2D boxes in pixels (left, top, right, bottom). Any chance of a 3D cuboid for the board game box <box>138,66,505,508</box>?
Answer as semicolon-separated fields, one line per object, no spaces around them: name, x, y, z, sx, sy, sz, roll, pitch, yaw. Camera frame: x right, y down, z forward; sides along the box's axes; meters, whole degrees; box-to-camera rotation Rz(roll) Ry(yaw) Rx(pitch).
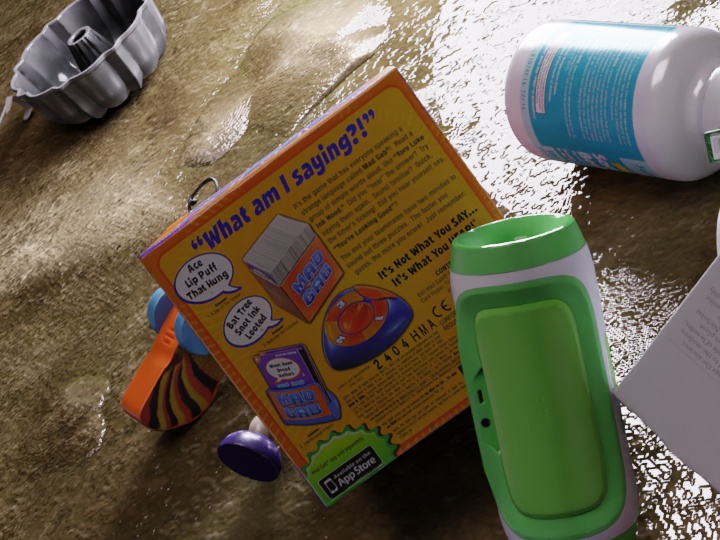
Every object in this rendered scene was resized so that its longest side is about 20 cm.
board game box;0.000;0.000;1.026;0.200;0.200;0.200;-36;7;5

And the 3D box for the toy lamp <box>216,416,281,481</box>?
toy lamp;-0.053;0.067;1.186;0.058;0.058;0.200;-6;45;39

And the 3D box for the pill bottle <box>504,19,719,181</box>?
pill bottle;0.209;-0.126;1.114;0.200;0.111;0.111;16;61;51

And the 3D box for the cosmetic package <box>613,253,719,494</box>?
cosmetic package;0.241;0.025;0.830;0.101;0.071;0.200;44;123;19

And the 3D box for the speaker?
speaker;0.109;0.072;0.894;0.088;0.201;0.088;-12;12;3

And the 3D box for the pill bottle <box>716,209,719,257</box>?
pill bottle;0.319;-0.021;0.883;0.199;0.120;0.120;-8;44;37

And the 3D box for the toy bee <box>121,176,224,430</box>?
toy bee;-0.113;0.044;1.250;0.200;0.108;0.131;-57;38;18

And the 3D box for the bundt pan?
bundt pan;-0.308;-0.249;1.770;0.201;0.076;0.202;-25;37;20

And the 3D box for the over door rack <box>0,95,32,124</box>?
over door rack;-0.506;-0.134;1.834;0.147;0.067;0.201;-9;44;35

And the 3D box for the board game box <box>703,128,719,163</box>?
board game box;0.308;-0.095;0.951;0.104;0.024;0.200;-7;5;40
